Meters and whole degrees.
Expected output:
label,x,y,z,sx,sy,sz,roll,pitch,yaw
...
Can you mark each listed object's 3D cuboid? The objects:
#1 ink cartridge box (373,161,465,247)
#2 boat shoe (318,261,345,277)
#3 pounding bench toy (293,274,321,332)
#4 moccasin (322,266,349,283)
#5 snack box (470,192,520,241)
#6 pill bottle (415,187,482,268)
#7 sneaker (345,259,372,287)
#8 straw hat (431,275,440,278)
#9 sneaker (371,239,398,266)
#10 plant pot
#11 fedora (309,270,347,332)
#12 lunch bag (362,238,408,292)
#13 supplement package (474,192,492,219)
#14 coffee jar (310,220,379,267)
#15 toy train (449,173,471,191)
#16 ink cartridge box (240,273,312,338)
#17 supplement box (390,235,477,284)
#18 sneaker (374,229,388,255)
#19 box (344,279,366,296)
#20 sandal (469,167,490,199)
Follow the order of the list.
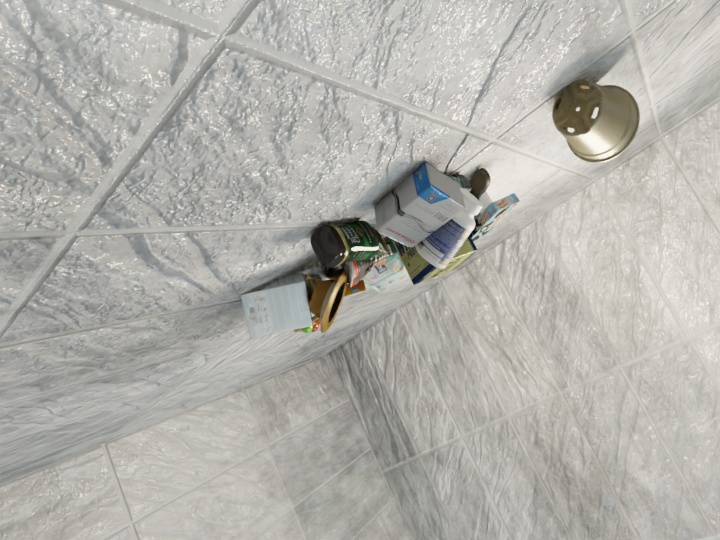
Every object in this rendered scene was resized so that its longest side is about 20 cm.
label,x,y,z,sx,sy,sz,roll,pitch,yaw
ink cartridge box,0.149,-0.164,1.362,0.142,0.087,0.198,22,136,-37
boat shoe,-0.070,-0.036,1.542,0.070,0.067,0.201,-26,171,-27
pounding bench toy,-0.180,0.114,1.696,0.122,0.160,0.199,-29,168,13
moccasin,-0.076,0.013,1.736,0.075,0.076,0.201,-16,175,12
snack box,0.413,-0.164,1.691,0.114,0.038,0.201,-24,163,-31
pill bottle,0.244,-0.117,1.435,0.203,0.111,0.110,-56,158,22
sneaker,0.000,0.000,1.601,0.079,0.080,0.200,-12,174,-7
straw hat,0.224,-0.082,1.792,0.197,0.203,0.086,-17,151,-43
sneaker,0.049,-0.048,1.725,0.194,0.074,0.080,-22,178,8
plant pot,0.593,-0.399,1.360,0.180,0.206,0.199,2,150,-46
fedora,-0.103,0.083,1.579,0.200,0.079,0.207,21,89,-82
lunch bag,0.082,-0.022,1.855,0.167,0.125,0.199,-27,153,16
supplement package,0.339,-0.189,1.770,0.108,0.116,0.200,-17,161,-44
coffee jar,-0.040,-0.071,1.376,0.085,0.106,0.197,-40,165,34
toy train,0.236,-0.219,1.494,0.197,0.086,0.115,-9,145,-52
ink cartridge box,-0.249,0.108,1.580,0.192,0.168,0.058,-9,-149,-5
supplement box,0.224,-0.096,1.653,0.195,0.205,0.134,-16,163,-36
sneaker,0.021,-0.077,1.612,0.088,0.069,0.200,-26,166,12
box,-0.042,0.066,1.787,0.115,0.043,0.200,-16,176,-2
sandal,0.339,-0.225,1.634,0.054,0.082,0.203,-24,153,-36
